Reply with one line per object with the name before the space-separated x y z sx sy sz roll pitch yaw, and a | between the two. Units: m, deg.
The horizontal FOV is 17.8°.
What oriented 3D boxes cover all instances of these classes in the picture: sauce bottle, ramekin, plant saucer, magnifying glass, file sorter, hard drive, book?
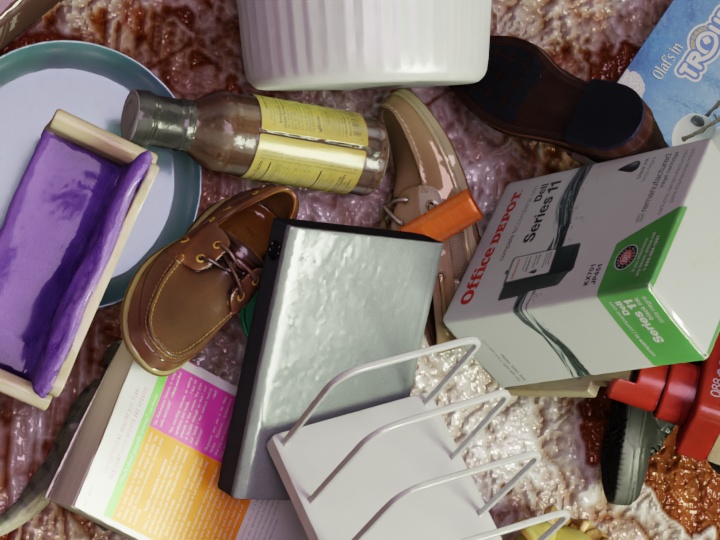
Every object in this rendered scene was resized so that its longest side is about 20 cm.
sauce bottle | -0.079 -0.100 1.701 0.199 0.065 0.065 10 82 -25
ramekin | 0.004 -0.184 1.683 0.199 0.200 0.098 -3 92 -14
plant saucer | -0.217 -0.069 1.699 0.199 0.027 0.202 2 84 -15
magnifying glass | 0.000 0.000 1.713 0.199 0.022 0.080 -30 93 10
file sorter | 0.053 0.162 1.579 0.138 0.125 0.201 -13 66 -32
hard drive | -0.022 0.068 1.660 0.139 0.033 0.201 5 102 -37
book | -0.112 0.147 1.664 0.200 0.048 0.134 32 76 -31

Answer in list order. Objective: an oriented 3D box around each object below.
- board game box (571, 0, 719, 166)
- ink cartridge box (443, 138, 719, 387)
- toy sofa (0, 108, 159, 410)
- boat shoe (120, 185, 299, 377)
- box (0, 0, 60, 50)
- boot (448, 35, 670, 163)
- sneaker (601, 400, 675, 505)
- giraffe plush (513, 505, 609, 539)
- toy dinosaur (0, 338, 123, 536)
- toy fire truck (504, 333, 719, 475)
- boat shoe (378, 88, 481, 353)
board game box | 0.302 -0.119 1.803 0.198 0.043 0.201 33 77 8
ink cartridge box | 0.175 -0.003 1.663 0.083 0.199 0.147 47 52 -28
toy sofa | -0.221 -0.008 1.629 0.082 0.098 0.201 25 80 -11
boat shoe | -0.106 -0.001 1.650 0.072 0.067 0.200 50 41 -11
box | -0.304 -0.227 1.621 0.200 0.164 0.166 -42 95 -15
boot | 0.153 -0.116 1.753 0.075 0.200 0.097 -58 140 -4
sneaker | 0.250 0.088 1.784 0.104 0.060 0.201 9 77 -9
giraffe plush | 0.149 0.263 1.703 0.199 0.173 0.163 -23 76 -15
toy dinosaur | -0.193 0.140 1.677 0.088 0.047 0.200 37 84 -7
toy fire truck | 0.223 0.053 1.706 0.199 0.129 0.177 18 52 2
boat shoe | 0.049 -0.038 1.741 0.064 0.071 0.201 -21 91 -16
